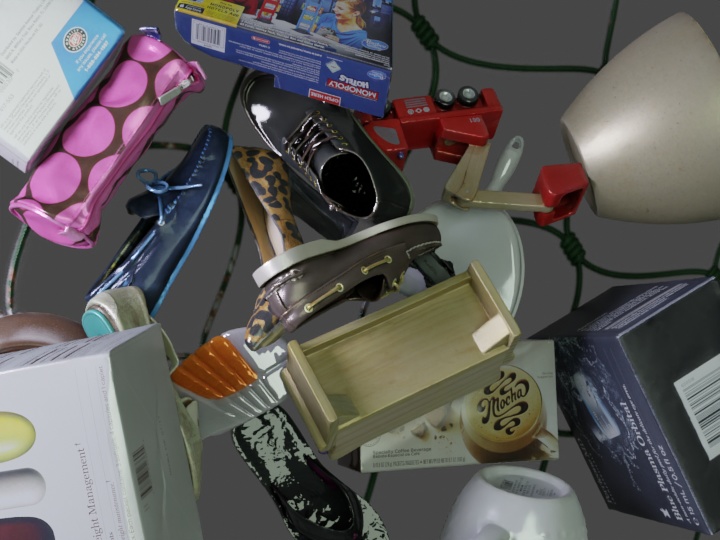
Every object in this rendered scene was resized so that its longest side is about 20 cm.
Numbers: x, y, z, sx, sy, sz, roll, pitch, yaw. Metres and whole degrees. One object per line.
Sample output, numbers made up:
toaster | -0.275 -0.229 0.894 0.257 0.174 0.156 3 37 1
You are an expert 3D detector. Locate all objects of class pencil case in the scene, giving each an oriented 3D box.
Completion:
pencil case | -0.217 -0.111 1.111 0.201 0.093 0.091 -58 145 -12

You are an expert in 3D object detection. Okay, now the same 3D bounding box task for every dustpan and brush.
dustpan and brush | 0.114 -0.047 1.227 0.138 0.057 0.202 25 82 8

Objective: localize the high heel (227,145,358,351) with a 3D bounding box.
high heel | -0.097 -0.024 1.125 0.142 0.072 0.201 36 44 -4

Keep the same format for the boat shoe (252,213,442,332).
boat shoe | 0.000 0.000 1.076 0.199 0.072 0.060 -18 76 -42

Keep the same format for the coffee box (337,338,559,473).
coffee box | 0.079 0.124 1.195 0.197 0.080 0.115 -1 88 -16

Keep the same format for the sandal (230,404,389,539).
sandal | -0.046 0.209 1.172 0.075 0.048 0.201 -43 98 -13

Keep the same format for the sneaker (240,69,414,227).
sneaker | -0.038 -0.117 1.120 0.200 0.106 0.075 41 99 12

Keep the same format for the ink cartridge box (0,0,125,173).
ink cartridge box | -0.326 -0.204 1.097 0.199 0.086 0.147 37 78 -10

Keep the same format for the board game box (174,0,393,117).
board game box | -0.045 -0.253 1.162 0.197 0.062 0.201 16 51 4

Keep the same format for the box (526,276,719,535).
box | 0.279 0.123 1.187 0.116 0.200 0.199 -28 94 -15

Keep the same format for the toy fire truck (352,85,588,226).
toy fire truck | 0.099 -0.103 1.194 0.197 0.049 0.142 -9 58 -16

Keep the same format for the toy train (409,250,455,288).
toy train | 0.019 -0.057 1.184 0.034 0.046 0.200 -42 79 4

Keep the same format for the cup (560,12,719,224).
cup | 0.275 -0.124 1.219 0.142 0.200 0.203 -22 93 4

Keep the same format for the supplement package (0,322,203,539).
supplement package | -0.249 0.161 0.996 0.197 0.147 0.194 -11 94 8

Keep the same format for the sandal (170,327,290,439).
sandal | -0.147 0.116 1.149 0.205 0.059 0.080 -29 88 7

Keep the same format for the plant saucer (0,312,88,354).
plant saucer | -0.287 0.139 1.102 0.197 0.032 0.203 0 91 -6

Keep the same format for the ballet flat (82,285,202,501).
ballet flat | -0.171 0.106 1.089 0.062 0.067 0.202 -28 99 -44

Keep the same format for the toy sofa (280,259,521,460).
toy sofa | 0.034 0.079 1.111 0.198 0.098 0.083 -24 66 -16

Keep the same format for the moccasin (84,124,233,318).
moccasin | -0.179 -0.044 1.131 0.068 0.080 0.202 28 80 -19

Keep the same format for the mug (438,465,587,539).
mug | 0.124 0.277 1.127 0.146 0.199 0.178 12 100 25
